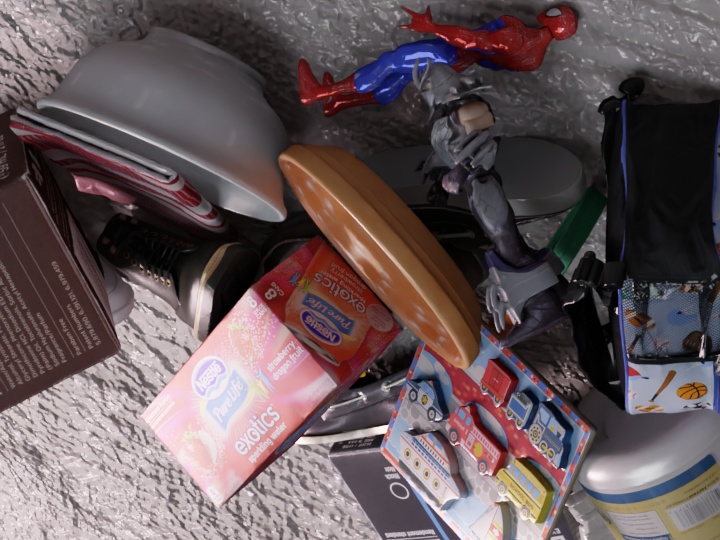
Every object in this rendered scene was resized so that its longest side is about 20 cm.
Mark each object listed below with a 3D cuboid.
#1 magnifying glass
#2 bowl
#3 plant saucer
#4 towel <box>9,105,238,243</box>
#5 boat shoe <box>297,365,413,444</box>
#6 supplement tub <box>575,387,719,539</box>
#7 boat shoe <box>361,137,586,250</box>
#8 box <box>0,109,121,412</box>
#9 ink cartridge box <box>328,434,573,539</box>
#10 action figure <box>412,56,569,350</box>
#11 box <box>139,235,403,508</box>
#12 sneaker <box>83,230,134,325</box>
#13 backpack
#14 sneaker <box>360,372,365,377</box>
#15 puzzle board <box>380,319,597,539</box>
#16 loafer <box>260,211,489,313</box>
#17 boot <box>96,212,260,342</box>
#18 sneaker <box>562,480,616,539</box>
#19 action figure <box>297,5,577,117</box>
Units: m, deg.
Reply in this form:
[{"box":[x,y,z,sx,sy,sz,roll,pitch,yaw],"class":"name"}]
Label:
[{"box":[0.132,0.003,1.677,0.022,0.080,0.200,31,149,1],"class":"magnifying glass"},{"box":[-0.129,-0.117,1.677,0.200,0.091,0.201,24,173,3],"class":"bowl"},{"box":[0.020,-0.016,1.606,0.200,0.037,0.200,48,174,7],"class":"plant saucer"},{"box":[-0.179,-0.069,1.752,0.143,0.023,0.200,22,173,13],"class":"towel"},{"box":[0.004,0.100,1.861,0.199,0.072,0.063,-8,100,37],"class":"boat shoe"},{"box":[0.255,0.171,1.695,0.144,0.145,0.201,-12,122,39],"class":"supplement tub"},{"box":[0.084,-0.052,1.654,0.199,0.071,0.064,4,131,40],"class":"boat shoe"},{"box":[-0.311,0.010,1.761,0.199,0.166,0.165,-26,115,-1],"class":"box"},{"box":[0.099,0.204,1.906,0.197,0.044,0.201,-12,123,39],"class":"ink cartridge box"},{"box":[0.081,-0.052,1.528,0.069,0.130,0.201,-25,89,1],"class":"action figure"},{"box":[-0.070,0.079,1.736,0.100,0.095,0.200,48,135,5],"class":"box"},{"box":[-0.270,-0.034,1.884,0.199,0.075,0.115,31,142,8],"class":"sneaker"},{"box":[0.221,0.001,1.540,0.153,0.201,0.191,8,138,8],"class":"backpack"},{"box":[-0.074,0.091,1.849,0.199,0.073,0.078,-27,80,50],"class":"sneaker"},{"box":[0.089,0.128,1.718,0.200,0.017,0.152,45,122,45],"class":"puzzle board"},{"box":[0.000,0.000,1.749,0.199,0.071,0.073,-2,128,34],"class":"loafer"},{"box":[-0.155,-0.006,1.797,0.138,0.078,0.200,34,165,5],"class":"boot"},{"box":[0.190,0.183,1.797,0.066,0.091,0.201,-24,115,11],"class":"sneaker"},{"box":[0.056,-0.150,1.576,0.198,0.052,0.065,-9,162,23],"class":"action figure"}]
